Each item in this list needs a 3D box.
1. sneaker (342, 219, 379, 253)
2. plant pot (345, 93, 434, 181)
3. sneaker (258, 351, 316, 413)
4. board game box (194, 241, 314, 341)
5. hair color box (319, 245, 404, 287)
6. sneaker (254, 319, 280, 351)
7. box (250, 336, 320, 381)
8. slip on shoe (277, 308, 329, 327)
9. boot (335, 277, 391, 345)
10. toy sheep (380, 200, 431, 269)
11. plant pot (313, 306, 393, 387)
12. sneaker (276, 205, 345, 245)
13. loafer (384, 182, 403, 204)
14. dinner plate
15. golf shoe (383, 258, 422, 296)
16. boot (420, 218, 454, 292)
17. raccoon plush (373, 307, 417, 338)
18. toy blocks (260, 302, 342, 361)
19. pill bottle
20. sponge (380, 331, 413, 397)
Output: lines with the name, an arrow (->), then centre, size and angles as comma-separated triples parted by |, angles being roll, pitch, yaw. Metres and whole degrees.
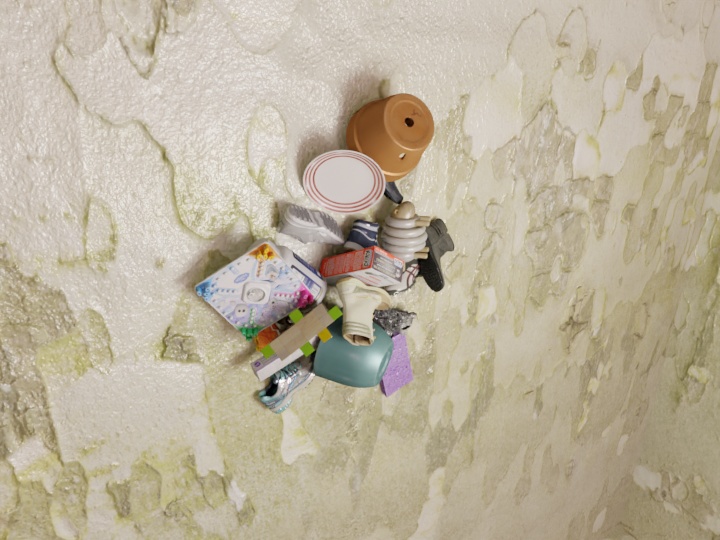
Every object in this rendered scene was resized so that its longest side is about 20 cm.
sneaker -> 0.027, -0.062, 1.417 | 0.200, 0.070, 0.109 | 43, 59, -55
plant pot -> 0.082, -0.328, 1.254 | 0.199, 0.140, 0.201 | 4, 80, -24
sneaker -> -0.192, 0.288, 1.408 | 0.086, 0.078, 0.200 | 41, 84, -35
board game box -> -0.238, 0.056, 1.206 | 0.200, 0.026, 0.200 | -31, 126, 7
hair color box -> 0.000, 0.000, 1.341 | 0.111, 0.200, 0.064 | 26, 66, -39
sneaker -> -0.240, 0.165, 1.327 | 0.077, 0.073, 0.200 | -35, 123, -13
box -> -0.180, 0.204, 1.328 | 0.200, 0.039, 0.042 | -32, 134, -22
slip on shoe -> -0.134, 0.130, 1.391 | 0.200, 0.061, 0.076 | 19, 97, -38
boot -> 0.015, 0.114, 1.315 | 0.200, 0.072, 0.155 | 26, 50, -49
toy sheep -> 0.120, -0.089, 1.419 | 0.137, 0.138, 0.201 | -10, 112, -31
plant pot -> -0.007, 0.218, 1.394 | 0.201, 0.160, 0.201 | -57, 160, -34
sneaker -> -0.122, -0.102, 1.314 | 0.200, 0.075, 0.082 | 20, 130, -42
loafer -> 0.060, -0.254, 1.362 | 0.070, 0.068, 0.201 | -43, 124, -3
dinner plate -> -0.039, -0.215, 1.274 | 0.199, 0.024, 0.201 | 0, 141, 0
golf shoe -> 0.131, 0.004, 1.521 | 0.200, 0.077, 0.088 | -35, 107, -29
boot -> 0.228, -0.049, 1.510 | 0.130, 0.068, 0.201 | -18, 88, -37
raccoon plush -> 0.087, 0.111, 1.522 | 0.134, 0.097, 0.201 | -34, 125, -28
toy blocks -> -0.137, 0.142, 1.263 | 0.200, 0.137, 0.100 | -38, 91, -3
pill bottle -> -0.183, 0.009, 1.276 | 0.111, 0.111, 0.200 | -52, 128, -5
sponge -> 0.102, 0.289, 1.638 | 0.111, 0.030, 0.201 | -27, 121, -23
